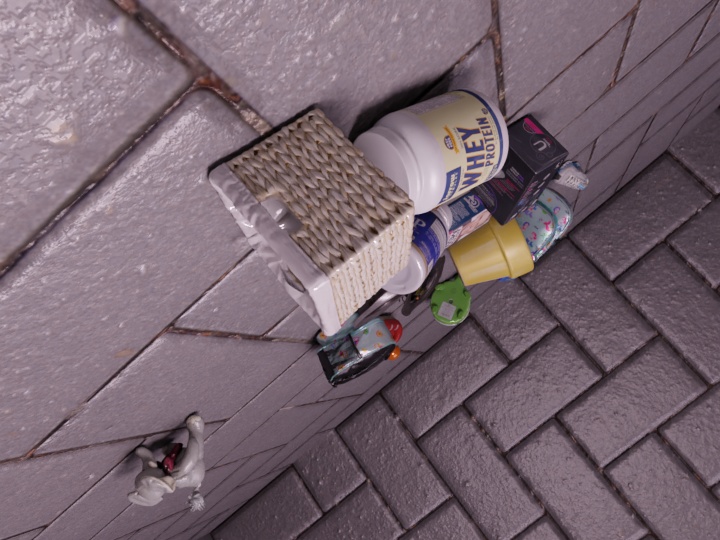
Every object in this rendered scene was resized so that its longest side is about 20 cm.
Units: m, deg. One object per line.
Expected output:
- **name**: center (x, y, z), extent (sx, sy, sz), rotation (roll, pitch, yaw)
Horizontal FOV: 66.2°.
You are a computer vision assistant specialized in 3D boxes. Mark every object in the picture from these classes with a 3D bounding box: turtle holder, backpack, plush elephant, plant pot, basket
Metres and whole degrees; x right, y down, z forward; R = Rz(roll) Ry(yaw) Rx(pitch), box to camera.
- **turtle holder**: center (0.312, 0.101, 1.928), extent (0.140, 0.187, 0.132), rotation (-7, 163, 7)
- **backpack**: center (0.521, -0.148, 1.635), extent (0.200, 0.178, 0.150), rotation (-50, 164, 21)
- **backpack**: center (-0.012, 0.198, 1.449), extent (0.199, 0.154, 0.176), rotation (-22, 161, -3)
- **plush elephant**: center (-0.438, 0.447, 1.232), extent (0.154, 0.201, 0.165), rotation (13, 137, -45)
- **plant pot**: center (0.344, -0.055, 1.512), extent (0.188, 0.202, 0.201), rotation (-24, 164, 7)
- **basket**: center (-0.051, -0.057, 0.694), extent (0.161, 0.198, 0.200), rotation (-40, 162, -10)

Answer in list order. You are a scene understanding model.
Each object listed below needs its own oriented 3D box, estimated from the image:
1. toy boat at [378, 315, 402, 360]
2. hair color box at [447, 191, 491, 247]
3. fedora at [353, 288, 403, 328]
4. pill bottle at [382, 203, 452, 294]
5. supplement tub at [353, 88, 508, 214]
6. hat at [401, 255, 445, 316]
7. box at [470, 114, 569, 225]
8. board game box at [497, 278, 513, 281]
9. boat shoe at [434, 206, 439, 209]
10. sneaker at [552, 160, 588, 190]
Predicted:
- **toy boat**: center (0.075, 0.221, 1.719), extent (0.130, 0.131, 0.200), rotation (-43, 162, 15)
- **hair color box**: center (0.235, -0.119, 1.323), extent (0.199, 0.061, 0.100), rotation (-32, 162, -22)
- **fedora**: center (0.042, 0.041, 1.271), extent (0.176, 0.091, 0.200), rotation (-25, 167, -43)
- **pill bottle**: center (0.101, -0.058, 1.057), extent (0.200, 0.119, 0.120), rotation (-51, 176, -45)
- **supplement tub**: center (0.099, -0.168, 0.796), extent (0.199, 0.145, 0.145), rotation (-29, 160, -30)
- **hat**: center (0.140, 0.020, 1.425), extent (0.200, 0.081, 0.201), rotation (-43, 158, -22)
- **box**: center (0.337, -0.212, 1.196), extent (0.106, 0.122, 0.200), rotation (-31, 161, -20)
- **board game box**: center (0.436, -0.036, 1.775), extent (0.045, 0.152, 0.200), rotation (-45, 162, 20)
- **boat shoe**: center (0.189, -0.192, 1.030), extent (0.200, 0.074, 0.076), rotation (-43, 162, 12)
- **sneaker**: center (0.664, -0.289, 1.721), extent (0.199, 0.087, 0.075), rotation (-17, 154, -48)
